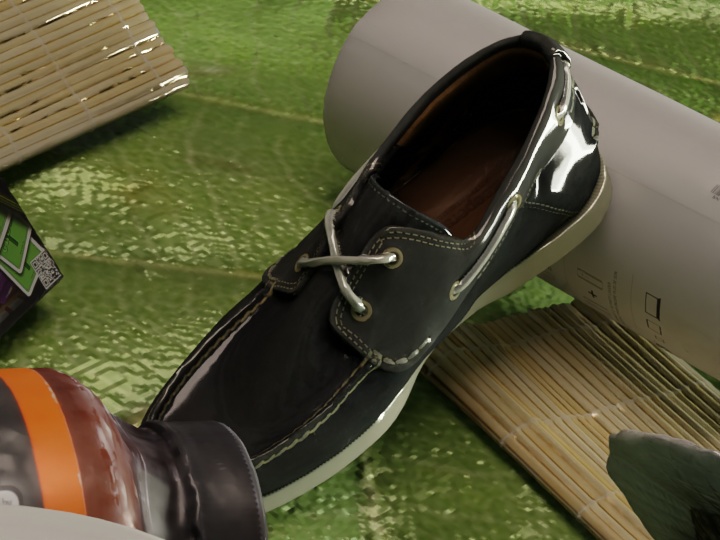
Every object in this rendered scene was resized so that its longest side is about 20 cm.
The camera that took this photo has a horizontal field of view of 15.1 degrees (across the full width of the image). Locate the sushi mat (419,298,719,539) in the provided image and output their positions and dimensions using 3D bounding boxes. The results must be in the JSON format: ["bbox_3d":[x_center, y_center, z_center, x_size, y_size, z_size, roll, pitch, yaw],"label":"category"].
[{"bbox_3d":[0.110,0.071,0.908,0.096,0.012,0.200,-12,40,-36],"label":"sushi mat"}]

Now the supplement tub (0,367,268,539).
[{"bbox_3d":[-0.128,0.080,0.717,0.200,0.107,0.107,-2,35,-24],"label":"supplement tub"}]

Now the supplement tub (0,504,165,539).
[{"bbox_3d":[-0.077,0.160,0.519,0.144,0.200,0.145,10,32,-6],"label":"supplement tub"}]

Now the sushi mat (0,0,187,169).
[{"bbox_3d":[-0.151,-0.078,0.990,0.200,0.012,0.096,-30,83,-48],"label":"sushi mat"}]

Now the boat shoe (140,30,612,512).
[{"bbox_3d":[0.000,0.000,0.876,0.072,0.068,0.200,34,65,31],"label":"boat shoe"}]

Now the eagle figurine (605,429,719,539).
[{"bbox_3d":[0.167,0.114,0.765,0.200,0.151,0.152,-13,29,-19],"label":"eagle figurine"}]

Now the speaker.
[{"bbox_3d":[0.080,-0.033,0.978,0.081,0.081,0.200,-19,38,-41],"label":"speaker"}]

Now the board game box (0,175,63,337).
[{"bbox_3d":[-0.169,0.005,0.835,0.105,0.023,0.200,57,33,-12],"label":"board game box"}]
